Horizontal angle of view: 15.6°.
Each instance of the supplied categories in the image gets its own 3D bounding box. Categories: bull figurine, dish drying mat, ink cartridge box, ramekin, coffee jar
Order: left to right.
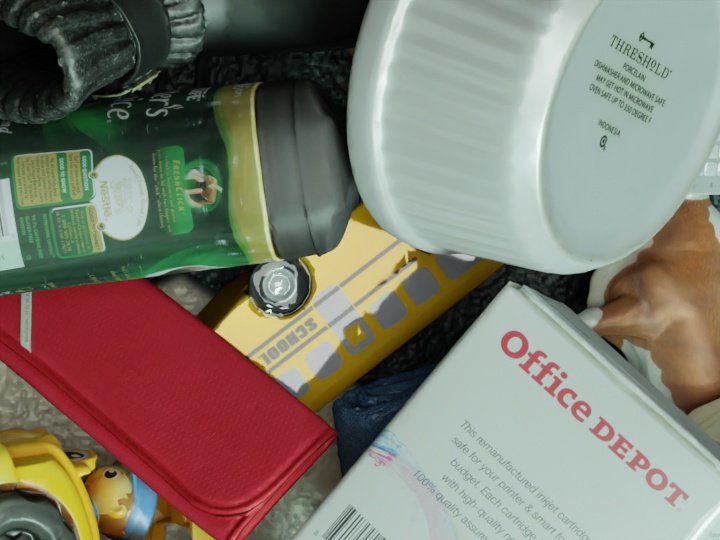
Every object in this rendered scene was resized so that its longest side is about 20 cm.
[{"bbox_3d":[-0.108,0.047,1.256,0.200,0.018,0.077,37,76,25],"label":"dish drying mat"},{"bbox_3d":[-0.101,-0.039,1.228,0.200,0.104,0.085,-7,93,4],"label":"coffee jar"},{"bbox_3d":[0.067,0.127,1.208,0.145,0.088,0.200,42,99,19],"label":"ink cartridge box"},{"bbox_3d":[0.092,-0.090,1.194,0.202,0.094,0.202,-31,134,-39],"label":"ramekin"},{"bbox_3d":[0.153,0.039,1.338,0.121,0.065,0.200,-24,98,-6],"label":"bull figurine"}]

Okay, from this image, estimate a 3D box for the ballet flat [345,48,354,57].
[{"bbox_3d":[-0.003,-0.157,1.262,0.071,0.071,0.200,-36,81,-5],"label":"ballet flat"}]

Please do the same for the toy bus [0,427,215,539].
[{"bbox_3d":[-0.115,0.159,1.275,0.192,0.136,0.200,-15,95,-22],"label":"toy bus"}]

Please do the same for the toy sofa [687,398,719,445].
[{"bbox_3d":[0.259,0.084,1.325,0.200,0.098,0.083,-31,133,-28],"label":"toy sofa"}]

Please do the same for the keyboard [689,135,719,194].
[{"bbox_3d":[0.240,-0.067,1.327,0.200,0.011,0.056,-1,107,-36],"label":"keyboard"}]

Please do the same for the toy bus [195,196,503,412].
[{"bbox_3d":[0.000,0.000,1.306,0.200,0.065,0.078,-38,100,-5],"label":"toy bus"}]

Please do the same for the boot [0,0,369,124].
[{"bbox_3d":[-0.082,-0.122,1.188,0.158,0.211,0.079,-20,97,-52],"label":"boot"}]

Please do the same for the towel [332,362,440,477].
[{"bbox_3d":[0.053,0.139,1.320,0.112,0.049,0.200,-14,113,-7],"label":"towel"}]
